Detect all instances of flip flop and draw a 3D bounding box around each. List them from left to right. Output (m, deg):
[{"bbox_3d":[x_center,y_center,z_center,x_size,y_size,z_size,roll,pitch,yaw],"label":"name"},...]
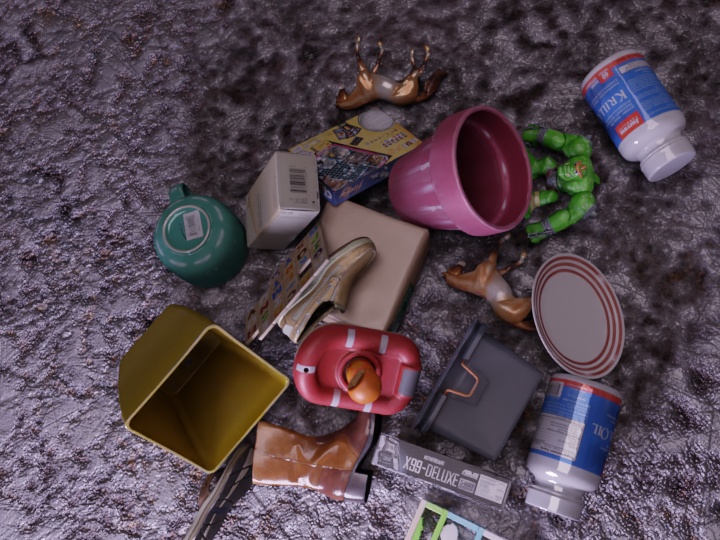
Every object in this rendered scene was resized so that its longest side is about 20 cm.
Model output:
[{"bbox_3d":[-0.236,0.368,1.280,0.057,0.081,0.200,31,88,32],"label":"flip flop"}]

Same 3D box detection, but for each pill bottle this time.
[{"bbox_3d":[0.316,0.266,1.175,0.112,0.112,0.201,16,79,15],"label":"pill bottle"},{"bbox_3d":[0.460,-0.252,1.281,0.112,0.112,0.200,-27,71,3],"label":"pill bottle"}]

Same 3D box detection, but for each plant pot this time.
[{"bbox_3d":[-0.275,0.171,1.269,0.200,0.200,0.176,-49,41,-5],"label":"plant pot"},{"bbox_3d":[0.151,-0.146,1.270,0.179,0.200,0.201,-13,68,47],"label":"plant pot"}]

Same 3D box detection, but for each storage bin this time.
[{"bbox_3d":[0.187,0.194,1.214,0.134,0.146,0.200,30,82,7],"label":"storage bin"}]

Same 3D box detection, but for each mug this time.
[{"bbox_3d":[-0.300,-0.064,1.383,0.185,0.114,0.152,28,82,16],"label":"mug"}]

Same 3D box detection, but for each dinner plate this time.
[{"bbox_3d":[0.337,0.072,1.218,0.200,0.024,0.201,12,67,-31],"label":"dinner plate"}]

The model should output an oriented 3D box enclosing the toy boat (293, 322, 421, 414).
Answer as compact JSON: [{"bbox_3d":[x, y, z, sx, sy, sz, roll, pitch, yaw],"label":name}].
[{"bbox_3d":[-0.001,0.158,1.172,0.199,0.131,0.131,11,101,-10],"label":"toy boat"}]

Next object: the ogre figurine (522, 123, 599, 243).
[{"bbox_3d":[0.331,-0.154,1.301,0.120,0.098,0.201,-7,57,27],"label":"ogre figurine"}]

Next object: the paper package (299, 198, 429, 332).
[{"bbox_3d":[0.000,0.000,1.315,0.190,0.103,0.201,21,79,16],"label":"paper package"}]

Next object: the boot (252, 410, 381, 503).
[{"bbox_3d":[-0.071,0.272,1.279,0.199,0.068,0.189,9,87,13],"label":"boot"}]

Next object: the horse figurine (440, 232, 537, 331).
[{"bbox_3d":[0.244,0.031,1.279,0.132,0.050,0.200,-37,67,-10],"label":"horse figurine"}]

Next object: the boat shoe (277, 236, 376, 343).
[{"bbox_3d":[-0.042,0.036,1.220,0.200,0.072,0.076,-45,58,8],"label":"boat shoe"}]

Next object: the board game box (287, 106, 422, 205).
[{"bbox_3d":[-0.008,-0.202,1.351,0.200,0.035,0.135,-30,56,-25],"label":"board game box"}]

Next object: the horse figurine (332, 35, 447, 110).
[{"bbox_3d":[0.055,-0.350,1.424,0.199,0.050,0.133,11,90,7],"label":"horse figurine"}]

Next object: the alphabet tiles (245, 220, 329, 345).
[{"bbox_3d":[-0.121,0.024,1.240,0.008,0.167,0.200,37,104,-21],"label":"alphabet tiles"}]

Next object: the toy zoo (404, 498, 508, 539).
[{"bbox_3d":[0.160,0.456,1.200,0.199,0.020,0.132,23,80,16],"label":"toy zoo"}]

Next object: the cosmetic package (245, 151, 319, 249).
[{"bbox_3d":[-0.135,-0.113,1.318,0.073,0.200,0.104,2,72,-23],"label":"cosmetic package"}]

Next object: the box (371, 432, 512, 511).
[{"bbox_3d":[0.128,0.305,1.177,0.199,0.158,0.050,16,79,16],"label":"box"}]
